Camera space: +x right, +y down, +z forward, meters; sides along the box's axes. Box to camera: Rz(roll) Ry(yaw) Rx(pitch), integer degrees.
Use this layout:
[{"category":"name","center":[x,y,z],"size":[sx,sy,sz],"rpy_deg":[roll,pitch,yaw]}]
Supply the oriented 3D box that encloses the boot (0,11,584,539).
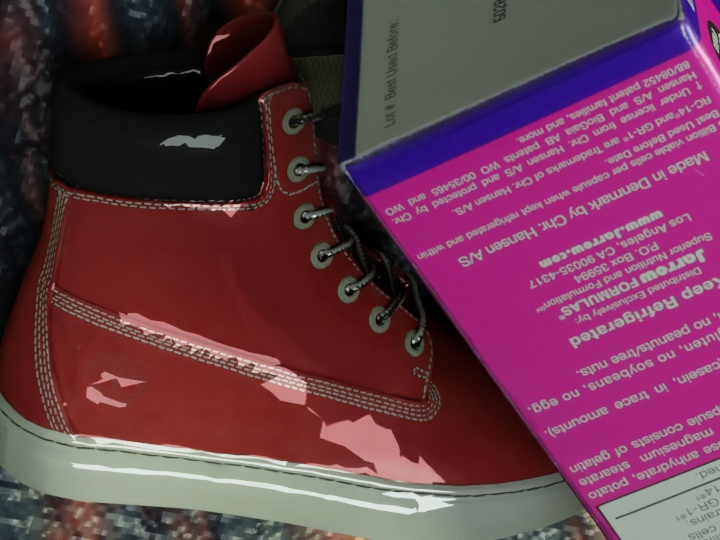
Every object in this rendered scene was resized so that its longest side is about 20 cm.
[{"category":"boot","center":[0.000,0.000,0.801],"size":[0.199,0.073,0.145],"rpy_deg":[6,116,-19]}]

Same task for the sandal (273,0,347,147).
[{"category":"sandal","center":[0.072,-0.069,0.819],"size":[0.200,0.057,0.080],"rpy_deg":[8,119,-7]}]

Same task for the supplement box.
[{"category":"supplement box","center":[0.087,-0.006,0.762],"size":[0.103,0.102,0.200],"rpy_deg":[-22,125,19]}]
